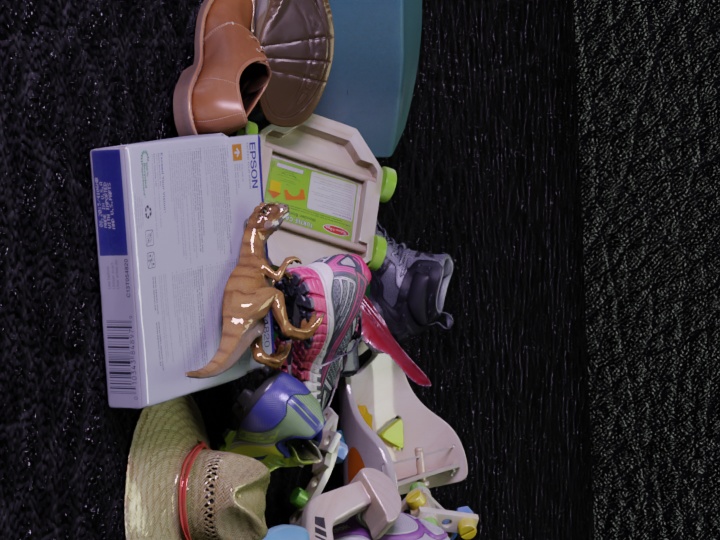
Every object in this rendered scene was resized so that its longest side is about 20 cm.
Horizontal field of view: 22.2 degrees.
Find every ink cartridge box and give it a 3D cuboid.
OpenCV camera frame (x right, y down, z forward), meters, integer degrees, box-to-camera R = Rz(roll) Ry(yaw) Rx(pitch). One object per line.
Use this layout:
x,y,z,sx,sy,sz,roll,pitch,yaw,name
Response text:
-0.138,-0.005,1.452,0.199,0.040,0.202,-13,100,-62,ink cartridge box

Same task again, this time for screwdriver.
-0.084,-0.147,1.731,0.029,0.028,0.200,48,9,12,screwdriver

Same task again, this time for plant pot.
-0.012,-0.218,1.783,0.142,0.139,0.202,-66,155,-64,plant pot

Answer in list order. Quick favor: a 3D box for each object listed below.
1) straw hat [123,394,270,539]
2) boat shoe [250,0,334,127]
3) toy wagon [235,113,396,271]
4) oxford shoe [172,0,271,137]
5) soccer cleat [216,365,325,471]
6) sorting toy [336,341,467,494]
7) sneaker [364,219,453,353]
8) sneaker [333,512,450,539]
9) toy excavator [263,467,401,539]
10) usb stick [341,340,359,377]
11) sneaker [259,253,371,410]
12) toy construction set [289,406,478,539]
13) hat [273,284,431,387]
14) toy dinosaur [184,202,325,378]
-0.116,0.187,1.498,0.201,0.084,0.204,0,90,-74,straw hat
-0.063,-0.229,1.655,0.066,0.073,0.203,-178,-86,-75,boat shoe
-0.049,-0.045,1.660,0.040,0.154,0.202,-32,-134,59,toy wagon
-0.107,-0.178,1.572,0.201,0.070,0.072,-84,162,-46,oxford shoe
-0.072,0.148,1.571,0.065,0.083,0.200,-48,171,-23,soccer cleat
0.017,0.155,1.960,0.200,0.106,0.182,-2,79,-65,sorting toy
0.035,-0.020,1.941,0.075,0.113,0.202,-31,105,-72,sneaker
-0.011,0.282,1.724,0.075,0.198,0.101,-130,-144,-61,sneaker
-0.046,0.257,1.606,0.100,0.192,0.202,127,-35,-45,toy excavator
-0.029,0.010,1.871,0.033,0.055,0.203,-178,-94,-67,usb stick
-0.035,0.069,1.587,0.074,0.081,0.201,-22,148,-29,sneaker
0.005,0.232,1.795,0.199,0.131,0.092,39,20,-11,toy construction set
0.000,0.000,1.743,0.165,0.174,0.203,-13,102,-73,hat
-0.091,0.039,1.459,0.106,0.060,0.201,38,47,-27,toy dinosaur
